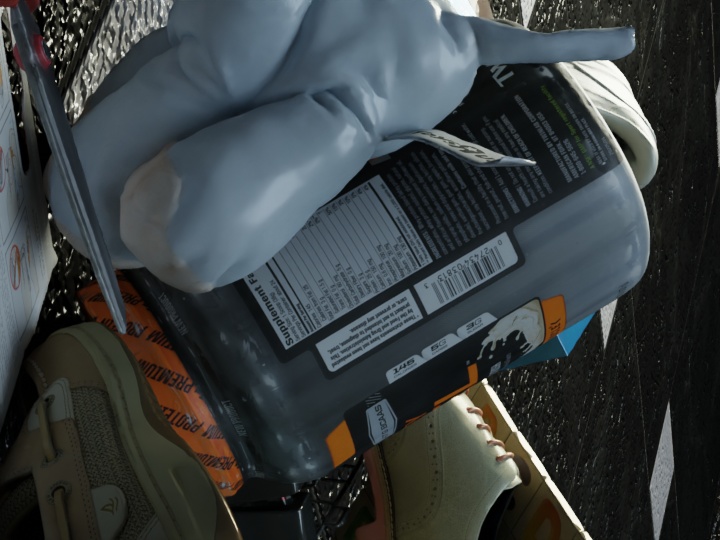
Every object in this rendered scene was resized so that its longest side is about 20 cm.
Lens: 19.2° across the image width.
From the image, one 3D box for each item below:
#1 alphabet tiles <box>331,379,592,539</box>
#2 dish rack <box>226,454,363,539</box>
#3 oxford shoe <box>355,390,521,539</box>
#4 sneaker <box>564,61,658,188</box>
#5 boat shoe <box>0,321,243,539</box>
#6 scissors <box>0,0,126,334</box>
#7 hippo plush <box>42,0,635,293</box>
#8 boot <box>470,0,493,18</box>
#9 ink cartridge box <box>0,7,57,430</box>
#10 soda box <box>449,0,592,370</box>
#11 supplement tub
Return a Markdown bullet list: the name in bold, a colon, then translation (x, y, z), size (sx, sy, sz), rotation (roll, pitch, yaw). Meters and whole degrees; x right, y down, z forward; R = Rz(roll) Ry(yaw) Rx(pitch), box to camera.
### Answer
- **alphabet tiles**: translation (0.049, 0.159, 1.003), size (0.008, 0.200, 0.167), rotation (9, 124, -35)
- **dish rack**: translation (-0.028, 0.034, 0.980), size (0.200, 0.054, 0.154), rotation (-54, 140, -65)
- **oxford shoe**: translation (0.039, 0.077, 0.975), size (0.071, 0.074, 0.200), rotation (-2, 89, -72)
- **sneaker**: translation (0.042, -0.071, 0.962), size (0.100, 0.200, 0.075), rotation (-115, -150, -60)
- **boat shoe**: translation (-0.090, 0.070, 0.678), size (0.200, 0.064, 0.071), rotation (-144, -144, -66)
- **scissors**: translation (-0.108, -0.079, 0.656), size (0.073, 0.014, 0.200), rotation (43, 32, -76)
- **hippo plush**: translation (-0.049, -0.098, 0.723), size (0.159, 0.200, 0.161), rotation (-47, 124, -35)
- **boot**: translation (0.031, -0.079, 1.165), size (0.186, 0.064, 0.200), rotation (12, 78, -67)
- **ink cartridge box**: translation (-0.139, -0.025, 0.666), size (0.200, 0.050, 0.161), rotation (-92, 179, -62)
- **soda box**: translation (0.047, -0.049, 1.071), size (0.200, 0.068, 0.064), rotation (63, 36, -19)
- **supplement tub**: translation (0.000, 0.000, 0.820), size (0.123, 0.200, 0.123), rotation (57, -9, 14)
